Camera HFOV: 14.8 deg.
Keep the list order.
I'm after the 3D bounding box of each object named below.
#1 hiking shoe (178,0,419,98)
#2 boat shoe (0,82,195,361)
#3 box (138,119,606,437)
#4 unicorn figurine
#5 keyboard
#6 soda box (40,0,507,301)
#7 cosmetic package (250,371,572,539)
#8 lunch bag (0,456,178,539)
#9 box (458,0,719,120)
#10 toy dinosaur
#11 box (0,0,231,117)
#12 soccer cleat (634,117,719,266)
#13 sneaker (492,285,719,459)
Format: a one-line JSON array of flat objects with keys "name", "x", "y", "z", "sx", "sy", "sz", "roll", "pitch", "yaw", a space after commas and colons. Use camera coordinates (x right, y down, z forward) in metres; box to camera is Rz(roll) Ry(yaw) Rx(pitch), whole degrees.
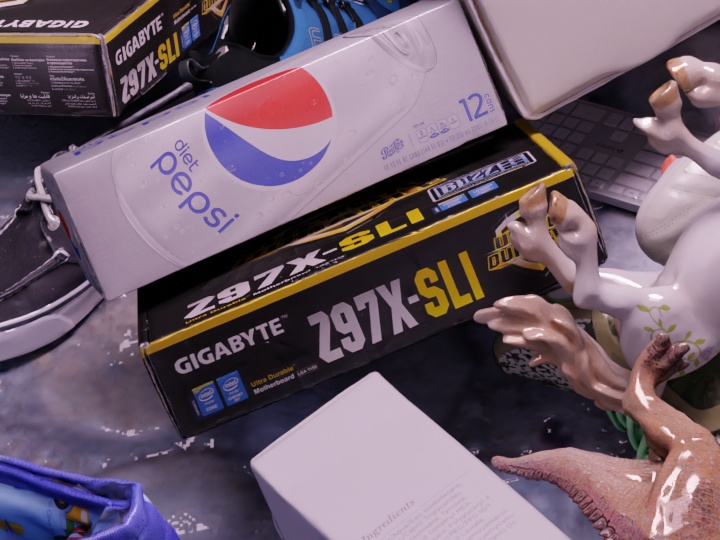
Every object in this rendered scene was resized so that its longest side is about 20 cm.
[{"name": "hiking shoe", "x": -0.022, "y": -0.113, "z": 1.358, "sx": 0.074, "sy": 0.087, "sz": 0.200, "roll": -13, "pitch": 25, "yaw": 26}, {"name": "boat shoe", "x": -0.135, "y": -0.030, "z": 1.364, "sx": 0.200, "sy": 0.068, "sz": 0.072, "roll": -32, "pitch": 45, "yaw": -10}, {"name": "box", "x": 0.000, "y": 0.000, "z": 1.235, "sx": 0.200, "sy": 0.049, "sz": 0.160, "roll": -23, "pitch": 13, "yaw": 0}, {"name": "unicorn figurine", "x": 0.153, "y": -0.014, "z": 1.118, "sx": 0.200, "sy": 0.137, "sz": 0.074, "roll": -40, "pitch": 10, "yaw": 31}, {"name": "keyboard", "x": 0.157, "y": -0.044, "z": 1.307, "sx": 0.200, "sy": 0.011, "sz": 0.056, "roll": 19, "pitch": 57, "yaw": 33}, {"name": "soda box", "x": -0.040, "y": -0.057, "z": 1.247, "sx": 0.200, "sy": 0.064, "sz": 0.068, "roll": -24, "pitch": 10, "yaw": -8}, {"name": "cosmetic package", "x": 0.049, "y": 0.137, "z": 1.116, "sx": 0.074, "sy": 0.102, "sz": 0.200, "roll": -36, "pitch": 48, "yaw": -14}, {"name": "lunch bag", "x": -0.140, "y": 0.142, "z": 1.138, "sx": 0.200, "sy": 0.151, "sz": 0.094, "roll": 1, "pitch": 50, "yaw": 22}, {"name": "box", "x": 0.084, "y": -0.175, "z": 1.310, "sx": 0.128, "sy": 0.109, "sz": 0.200, "roll": -29, "pitch": 28, "yaw": -2}, {"name": "toy dinosaur", "x": 0.145, "y": 0.109, "z": 1.058, "sx": 0.200, "sy": 0.086, "sz": 0.136, "roll": 16, "pitch": 53, "yaw": 1}, {"name": "box", "x": -0.182, "y": -0.133, "z": 1.456, "sx": 0.200, "sy": 0.049, "sz": 0.160, "roll": 3, "pitch": 26, "yaw": 24}, {"name": "soccer cleat", "x": 0.220, "y": -0.043, "z": 1.232, "sx": 0.200, "sy": 0.069, "sz": 0.078, "roll": -20, "pitch": 45, "yaw": -10}, {"name": "sneaker", "x": 0.136, "y": 0.063, "z": 1.178, "sx": 0.200, "sy": 0.077, "sz": 0.089, "roll": 11, "pitch": 65, "yaw": 33}]
